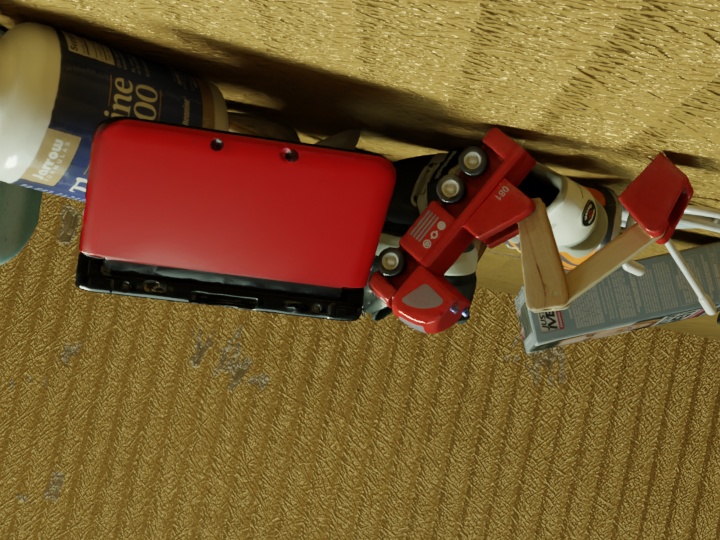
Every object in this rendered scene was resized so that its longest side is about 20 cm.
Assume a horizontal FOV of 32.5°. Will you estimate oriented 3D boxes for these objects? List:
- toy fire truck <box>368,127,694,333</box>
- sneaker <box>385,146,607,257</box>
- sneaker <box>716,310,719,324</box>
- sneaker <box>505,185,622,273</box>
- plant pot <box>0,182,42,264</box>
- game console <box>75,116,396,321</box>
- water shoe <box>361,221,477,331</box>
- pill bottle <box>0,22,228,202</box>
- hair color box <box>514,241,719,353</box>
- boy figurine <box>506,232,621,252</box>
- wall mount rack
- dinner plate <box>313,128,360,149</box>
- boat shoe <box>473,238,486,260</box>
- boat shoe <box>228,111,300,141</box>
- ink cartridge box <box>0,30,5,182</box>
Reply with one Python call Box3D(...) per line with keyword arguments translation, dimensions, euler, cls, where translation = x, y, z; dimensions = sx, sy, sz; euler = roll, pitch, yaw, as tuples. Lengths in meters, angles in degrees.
Box3D(translation=(0.115, -0.020, 0.851), dimensions=(0.141, 0.200, 0.049), euler=(42, -172, 20), cls="toy fire truck")
Box3D(translation=(0.086, -0.067, 0.952), dimensions=(0.199, 0.074, 0.088), euler=(9, 162, 30), cls="sneaker")
Box3D(translation=(0.439, 0.036, 1.254), dimensions=(0.120, 0.084, 0.200), euler=(22, 178, 7), cls="sneaker")
Box3D(translation=(0.131, -0.042, 1.030), dimensions=(0.111, 0.078, 0.200), euler=(12, 178, -17), cls="sneaker")
Box3D(translation=(-0.380, -0.103, 1.090), dimensions=(0.195, 0.198, 0.200), euler=(12, -177, 20), cls="plant pot")
Box3D(translation=(-0.094, -0.035, 0.872), dimensions=(0.199, 0.119, 0.172), euler=(8, -177, -13), cls="game console")
Box3D(translation=(0.000, 0.000, 0.971), dimensions=(0.199, 0.079, 0.071), euler=(13, -163, 40), cls="water shoe")
Box3D(translation=(-0.202, -0.107, 0.867), dimensions=(0.199, 0.112, 0.111), euler=(14, 177, -34), cls="pill bottle")
Box3D(translation=(0.256, 0.028, 1.205), dimensions=(0.199, 0.061, 0.099), euler=(-12, 170, 0), cls="hair color box")
Box3D(translation=(0.210, -0.023, 1.252), dimensions=(0.124, 0.065, 0.200), euler=(5, 173, 17), cls="boy figurine")
Box3D(translation=(0.270, -0.011, 1.055), dimensions=(0.173, 0.075, 0.200), euler=(13, 178, -18), cls="wall mount rack")
Box3D(translation=(-0.081, -0.052, 1.000), dimensions=(0.199, 0.024, 0.200), euler=(-30, 178, -1), cls="dinner plate")
Box3D(translation=(0.084, -0.036, 1.146), dimensions=(0.065, 0.073, 0.200), euler=(41, -155, -5), cls="boat shoe")
Box3D(translation=(-0.151, -0.104, 1.022), dimensions=(0.199, 0.074, 0.069), euler=(3, -166, 6), cls="boat shoe")
Box3D(translation=(-0.362, -0.139, 0.936), dimensions=(0.199, 0.116, 0.068), euler=(13, 177, 14), cls="ink cartridge box")
